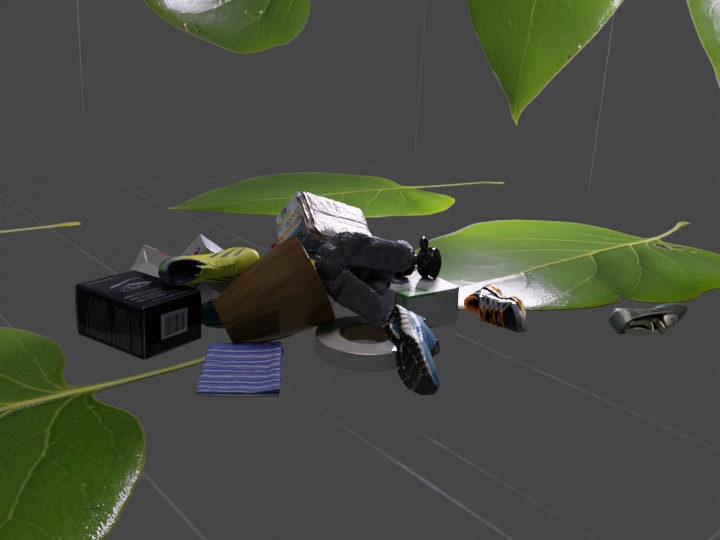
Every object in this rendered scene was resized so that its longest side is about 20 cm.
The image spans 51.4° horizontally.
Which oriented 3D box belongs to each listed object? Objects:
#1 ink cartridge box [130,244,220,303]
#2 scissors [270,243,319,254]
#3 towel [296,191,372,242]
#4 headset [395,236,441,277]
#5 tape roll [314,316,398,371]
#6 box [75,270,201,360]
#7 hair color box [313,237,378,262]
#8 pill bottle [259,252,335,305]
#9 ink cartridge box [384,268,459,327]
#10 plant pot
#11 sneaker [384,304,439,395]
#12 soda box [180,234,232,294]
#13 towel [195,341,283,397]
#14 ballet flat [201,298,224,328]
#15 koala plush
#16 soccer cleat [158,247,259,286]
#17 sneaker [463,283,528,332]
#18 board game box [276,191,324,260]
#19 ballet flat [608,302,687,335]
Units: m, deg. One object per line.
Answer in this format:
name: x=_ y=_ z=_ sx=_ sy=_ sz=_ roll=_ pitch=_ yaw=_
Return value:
ink cartridge box: x=-0.380 y=0.024 z=1.621 sx=0.116 sy=0.068 sz=0.200 roll=18 pitch=-11 yaw=40
scissors: x=-0.119 y=-0.041 z=1.709 sx=0.199 sy=0.014 sz=0.073 roll=4 pitch=-22 yaw=30
towel: x=-0.054 y=-0.113 z=1.746 sx=0.199 sy=0.034 sz=0.133 roll=12 pitch=44 yaw=-39
headset: x=0.122 y=-0.031 z=1.639 sx=0.123 sy=0.095 sz=0.200 roll=0 pitch=5 yaw=-4
tape roll: x=0.010 y=0.139 z=1.455 sx=0.201 sy=0.037 sz=0.203 roll=2 pitch=17 yaw=-1
box: x=-0.429 y=0.080 z=1.446 sx=0.199 sy=0.105 sz=0.148 roll=14 pitch=19 yaw=32
hair color box: x=-0.042 y=-0.011 z=1.723 sx=0.099 sy=0.061 sz=0.200 roll=-7 pitch=-16 yaw=-33
pill bottle: x=-0.147 y=0.021 z=1.686 sx=0.111 sy=0.112 sz=0.199 roll=-12 pitch=22 yaw=-42
ink cartridge box: x=0.100 y=0.058 z=1.655 sx=0.145 sy=0.088 sz=0.200 roll=-8 pitch=18 yaw=-32
plant pot: x=-0.177 y=0.059 z=1.458 sx=0.199 sy=0.187 sz=0.186 roll=-28 pitch=23 yaw=-8
sneaker: x=0.113 y=0.140 z=1.346 sx=0.089 sy=0.079 sz=0.201 roll=12 pitch=36 yaw=-23
soda box: x=-0.277 y=0.012 z=1.568 sx=0.200 sy=0.068 sz=0.064 roll=39 pitch=7 yaw=-36
towel: x=-0.209 y=0.171 z=1.329 sx=0.144 sy=0.024 sz=0.200 roll=1 pitch=17 yaw=-5
ballet flat: x=-0.240 y=0.084 z=1.547 sx=0.199 sy=0.073 sz=0.072 roll=-1 pitch=17 yaw=-18
koala plush: x=0.000 y=0.000 z=1.529 sx=0.183 sy=0.178 sz=0.200 roll=22 pitch=2 yaw=1
soccer cleat: x=-0.290 y=-0.004 z=1.454 sx=0.199 sy=0.065 sz=0.084 roll=-8 pitch=7 yaw=-19
sneaker: x=0.296 y=0.091 z=1.624 sx=0.077 sy=0.079 sz=0.200 roll=-17 pitch=19 yaw=-16
board game box: x=-0.091 y=-0.092 z=1.811 sx=0.199 sy=0.105 sz=0.103 roll=20 pitch=41 yaw=-33
ballet flat: x=0.639 y=0.114 z=1.640 sx=0.198 sy=0.068 sz=0.064 roll=-2 pitch=45 yaw=-16
